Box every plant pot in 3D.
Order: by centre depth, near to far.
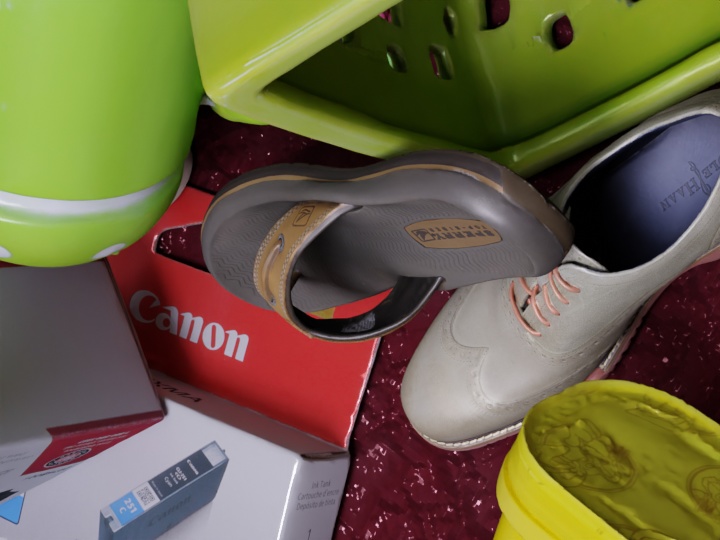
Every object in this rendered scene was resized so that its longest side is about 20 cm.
[{"bbox_3d":[0.054,-0.161,0.727,0.199,0.200,0.182,-28,67,29],"label":"plant pot"}]

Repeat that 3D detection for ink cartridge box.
[{"bbox_3d":[-0.207,0.071,0.858,0.200,0.146,0.083,-29,78,30],"label":"ink cartridge box"},{"bbox_3d":[-0.093,0.052,0.897,0.200,0.045,0.177,19,99,31],"label":"ink cartridge box"}]

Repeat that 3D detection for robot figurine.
[{"bbox_3d":[-0.115,-0.088,0.779,0.116,0.175,0.200,-107,26,-51],"label":"robot figurine"}]

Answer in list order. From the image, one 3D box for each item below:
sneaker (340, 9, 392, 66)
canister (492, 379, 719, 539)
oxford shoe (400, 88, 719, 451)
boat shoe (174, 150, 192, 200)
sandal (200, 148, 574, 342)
[{"bbox_3d":[-0.064,-0.137,0.848,0.200,0.077,0.084,32,121,4],"label":"sneaker"},{"bbox_3d":[0.096,0.162,0.720,0.148,0.086,0.200,36,127,30],"label":"canister"},{"bbox_3d":[0.078,-0.002,0.773,0.200,0.074,0.071,-45,67,23],"label":"oxford shoe"},{"bbox_3d":[-0.171,-0.063,0.930,0.200,0.063,0.071,8,74,31],"label":"boat shoe"},{"bbox_3d":[0.000,0.000,0.771,0.200,0.082,0.055,-3,58,51],"label":"sandal"}]
